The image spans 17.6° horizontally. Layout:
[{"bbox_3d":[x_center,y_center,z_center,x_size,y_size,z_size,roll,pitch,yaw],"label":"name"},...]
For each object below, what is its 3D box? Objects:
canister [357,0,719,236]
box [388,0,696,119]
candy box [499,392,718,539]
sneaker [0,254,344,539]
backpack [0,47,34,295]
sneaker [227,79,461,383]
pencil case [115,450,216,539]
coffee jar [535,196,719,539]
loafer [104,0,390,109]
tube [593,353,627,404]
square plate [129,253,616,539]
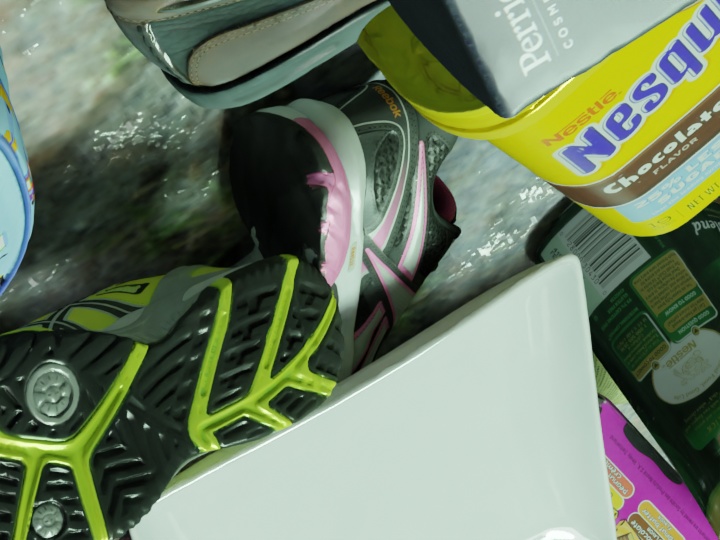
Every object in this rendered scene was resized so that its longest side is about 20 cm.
[{"bbox_3d":[0.099,-0.095,0.833,0.148,0.087,0.200,-43,154,11],"label":"canister"},{"bbox_3d":[0.073,-0.163,0.611,0.199,0.104,0.148,-33,125,-2],"label":"box"},{"bbox_3d":[0.073,0.167,1.045,0.200,0.061,0.136,-47,112,-8],"label":"candy box"},{"bbox_3d":[-0.096,0.048,0.781,0.199,0.076,0.076,-17,-171,-43],"label":"sneaker"},{"bbox_3d":[-0.174,-0.002,0.640,0.199,0.135,0.183,-29,155,-14],"label":"backpack"},{"bbox_3d":[0.000,0.000,0.899,0.086,0.081,0.200,-27,157,-24],"label":"sneaker"},{"bbox_3d":[-0.134,0.061,0.854,0.077,0.090,0.200,-13,164,29],"label":"pencil case"},{"bbox_3d":[0.167,0.051,1.028,0.085,0.201,0.104,-41,153,17],"label":"coffee jar"},{"bbox_3d":[0.009,-0.124,0.710,0.199,0.072,0.063,-37,148,12],"label":"loafer"},{"bbox_3d":[0.113,0.042,1.133,0.058,0.052,0.199,-12,176,44],"label":"tube"},{"bbox_3d":[0.010,0.099,0.920,0.197,0.028,0.201,-30,139,-14],"label":"square plate"}]
